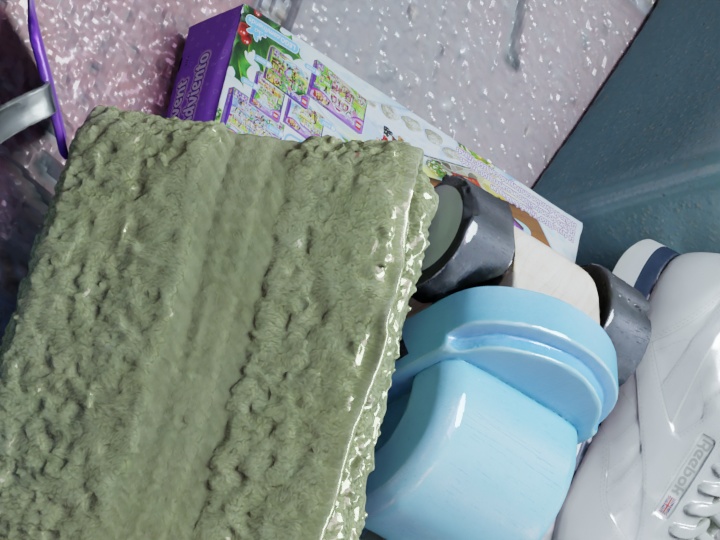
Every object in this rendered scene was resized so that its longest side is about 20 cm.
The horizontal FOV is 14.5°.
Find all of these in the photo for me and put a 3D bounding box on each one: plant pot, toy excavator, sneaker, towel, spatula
[{"bbox_3d":[0.233,-0.033,1.267,0.196,0.200,0.196,51,48,-18],"label":"plant pot"},{"bbox_3d":[0.010,0.094,1.042,0.100,0.194,0.200,33,43,-32],"label":"toy excavator"},{"bbox_3d":[0.124,0.088,1.175,0.076,0.080,0.200,23,82,-66],"label":"sneaker"},{"bbox_3d":[-0.059,0.039,0.999,0.037,0.148,0.200,67,34,-66],"label":"towel"},{"bbox_3d":[-0.127,-0.048,0.992,0.200,0.020,0.057,-67,147,-67],"label":"spatula"}]

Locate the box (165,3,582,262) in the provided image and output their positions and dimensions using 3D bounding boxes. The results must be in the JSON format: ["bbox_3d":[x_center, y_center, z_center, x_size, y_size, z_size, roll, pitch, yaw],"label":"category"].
[{"bbox_3d":[0.000,0.000,1.149,0.200,0.039,0.137,31,58,-32],"label":"box"}]
